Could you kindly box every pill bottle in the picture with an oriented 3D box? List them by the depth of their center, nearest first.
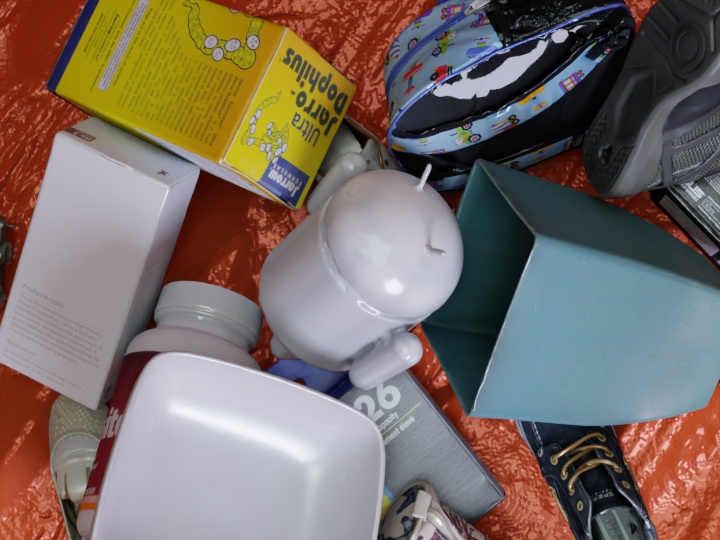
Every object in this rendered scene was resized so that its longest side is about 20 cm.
[{"bbox_3d":[-0.139,0.117,1.047,0.111,0.113,0.202,11,68,6],"label":"pill bottle"}]

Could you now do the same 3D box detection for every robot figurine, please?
[{"bbox_3d":[0.000,0.000,1.011,0.112,0.200,0.171,-4,67,-38],"label":"robot figurine"}]

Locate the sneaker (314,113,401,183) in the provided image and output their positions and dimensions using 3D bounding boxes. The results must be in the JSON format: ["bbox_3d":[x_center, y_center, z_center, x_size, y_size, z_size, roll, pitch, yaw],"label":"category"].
[{"bbox_3d":[0.011,-0.050,1.079,0.073,0.085,0.200,-41,84,-2],"label":"sneaker"}]

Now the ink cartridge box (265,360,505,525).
[{"bbox_3d":[-0.021,0.162,1.081,0.197,0.047,0.201,-40,85,2],"label":"ink cartridge box"}]

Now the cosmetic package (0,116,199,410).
[{"bbox_3d":[-0.206,-0.005,1.061,0.101,0.074,0.202,26,110,6],"label":"cosmetic package"}]

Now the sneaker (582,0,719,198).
[{"bbox_3d":[0.242,-0.131,0.948,0.113,0.200,0.077,-8,53,-26],"label":"sneaker"}]

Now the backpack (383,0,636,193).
[{"bbox_3d":[0.105,-0.152,1.035,0.198,0.183,0.136,-25,64,8],"label":"backpack"}]

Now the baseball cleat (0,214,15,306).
[{"bbox_3d":[-0.347,0.045,1.107,0.105,0.070,0.203,10,85,5],"label":"baseball cleat"}]

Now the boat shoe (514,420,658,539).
[{"bbox_3d":[0.175,0.151,1.041,0.070,0.091,0.202,-27,83,2],"label":"boat shoe"}]

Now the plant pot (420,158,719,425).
[{"bbox_3d":[0.171,0.026,1.006,0.197,0.142,0.143,10,113,-18],"label":"plant pot"}]

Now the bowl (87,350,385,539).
[{"bbox_3d":[-0.091,0.175,0.946,0.198,0.075,0.202,20,67,-18],"label":"bowl"}]

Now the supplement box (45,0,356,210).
[{"bbox_3d":[-0.123,-0.141,1.048,0.199,0.109,0.111,24,87,33],"label":"supplement box"}]

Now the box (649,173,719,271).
[{"bbox_3d":[0.350,-0.047,1.047,0.164,0.086,0.200,-44,82,1],"label":"box"}]

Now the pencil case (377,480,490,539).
[{"bbox_3d":[0.094,0.242,1.018,0.200,0.078,0.089,41,129,-12],"label":"pencil case"}]

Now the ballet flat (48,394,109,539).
[{"bbox_3d":[-0.207,0.191,1.084,0.067,0.062,0.202,-18,83,6],"label":"ballet flat"}]
